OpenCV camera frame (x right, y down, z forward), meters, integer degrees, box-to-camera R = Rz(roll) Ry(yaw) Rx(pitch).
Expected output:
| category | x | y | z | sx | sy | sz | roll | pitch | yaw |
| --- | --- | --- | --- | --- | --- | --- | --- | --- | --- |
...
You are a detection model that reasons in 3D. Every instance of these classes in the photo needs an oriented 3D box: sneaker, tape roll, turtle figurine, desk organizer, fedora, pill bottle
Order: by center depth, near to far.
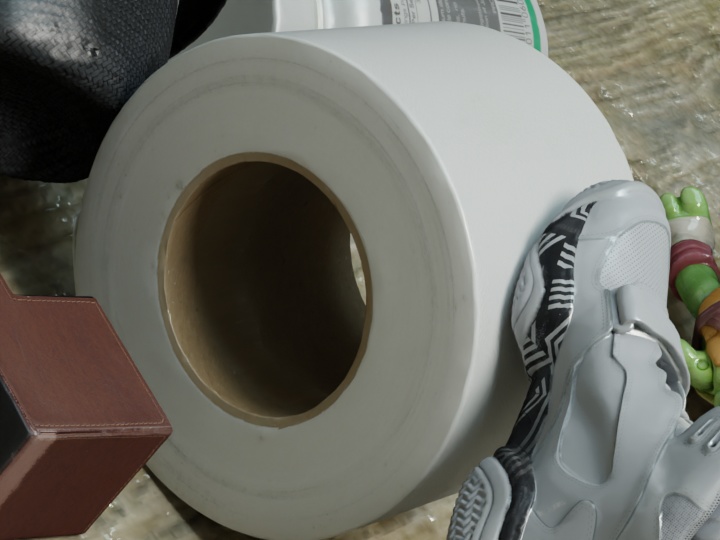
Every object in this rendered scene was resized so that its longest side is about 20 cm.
| category | x | y | z | sx | sy | sz | roll | pitch | yaw |
| --- | --- | --- | --- | --- | --- | --- | --- | --- | --- |
| sneaker | 0.110 | 0.053 | 0.898 | 0.075 | 0.114 | 0.201 | 53 | 47 | -43 |
| desk organizer | -0.161 | 0.008 | 0.953 | 0.077 | 0.072 | 0.200 | 3 | 46 | -50 |
| tape roll | 0.000 | 0.000 | 1.015 | 0.203 | 0.203 | 0.139 | 50 | 31 | 18 |
| fedora | -0.141 | -0.095 | 1.026 | 0.200 | 0.200 | 0.092 | 13 | 57 | -38 |
| pill bottle | -0.006 | -0.115 | 1.251 | 0.199 | 0.113 | 0.113 | 3 | 46 | -47 |
| turtle figurine | 0.192 | -0.011 | 1.309 | 0.200 | 0.144 | 0.194 | 38 | 26 | -11 |
